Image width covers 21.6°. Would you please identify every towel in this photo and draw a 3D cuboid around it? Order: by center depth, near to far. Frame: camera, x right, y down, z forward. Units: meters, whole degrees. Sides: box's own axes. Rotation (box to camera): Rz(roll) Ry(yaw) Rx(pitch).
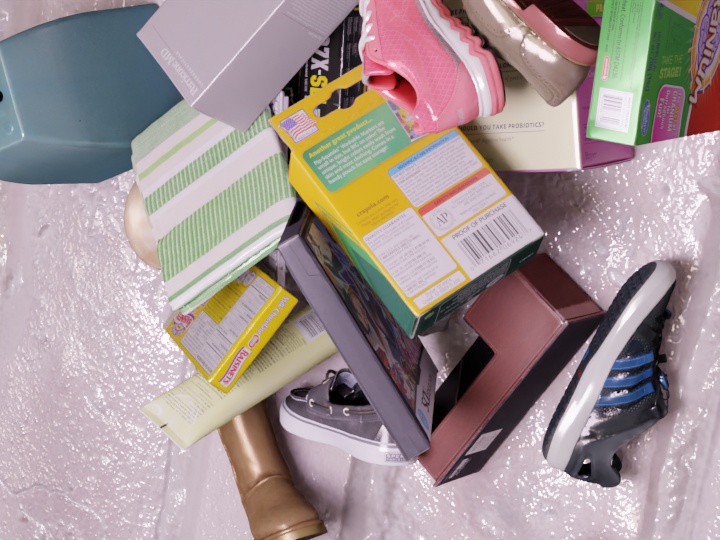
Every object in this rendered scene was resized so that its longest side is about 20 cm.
[{"bbox_3d":[-0.127,-0.076,1.642,0.152,0.023,0.200,-35,50,20],"label":"towel"}]

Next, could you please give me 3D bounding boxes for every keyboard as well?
[{"bbox_3d":[-0.079,-0.065,1.666,0.056,0.011,0.201,-149,58,-61],"label":"keyboard"}]

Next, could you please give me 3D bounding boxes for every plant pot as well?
[{"bbox_3d":[-0.283,-0.158,1.747,0.141,0.200,0.142,-18,87,34],"label":"plant pot"}]

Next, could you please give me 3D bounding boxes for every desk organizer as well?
[{"bbox_3d":[0.111,0.084,1.595,0.077,0.072,0.200,48,120,21],"label":"desk organizer"}]

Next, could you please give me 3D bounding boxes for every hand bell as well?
[{"bbox_3d":[-0.117,-0.041,1.673,0.200,0.104,0.105,9,103,53],"label":"hand bell"}]

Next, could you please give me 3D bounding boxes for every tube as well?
[{"bbox_3d":[-0.095,0.090,1.666,0.052,0.200,0.058,58,157,2],"label":"tube"}]

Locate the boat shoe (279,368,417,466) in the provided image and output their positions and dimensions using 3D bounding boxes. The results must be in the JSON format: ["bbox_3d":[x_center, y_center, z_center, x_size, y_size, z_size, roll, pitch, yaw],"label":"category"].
[{"bbox_3d":[-0.011,0.119,1.655,0.200,0.070,0.066,-162,72,-63],"label":"boat shoe"}]

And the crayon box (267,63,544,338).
[{"bbox_3d":[0.033,-0.063,1.476,0.200,0.126,0.052,53,162,16],"label":"crayon box"}]

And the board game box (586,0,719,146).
[{"bbox_3d":[0.237,-0.176,1.389,0.040,0.200,0.154,15,106,31],"label":"board game box"}]

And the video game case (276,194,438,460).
[{"bbox_3d":[0.002,0.035,1.523,0.025,0.181,0.200,-28,102,12],"label":"video game case"}]

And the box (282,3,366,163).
[{"bbox_3d":[-0.070,-0.184,1.691,0.159,0.049,0.201,9,102,30],"label":"box"}]

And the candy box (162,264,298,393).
[{"bbox_3d":[-0.118,0.038,1.666,0.102,0.026,0.200,-55,21,0],"label":"candy box"}]

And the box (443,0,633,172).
[{"bbox_3d":[0.118,-0.181,1.533,0.175,0.097,0.201,-1,98,35],"label":"box"}]

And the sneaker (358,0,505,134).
[{"bbox_3d":[0.027,-0.184,1.459,0.200,0.087,0.074,52,163,28],"label":"sneaker"}]

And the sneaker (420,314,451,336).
[{"bbox_3d":[0.000,0.000,1.660,0.200,0.076,0.092,24,121,34],"label":"sneaker"}]

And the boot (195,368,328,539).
[{"bbox_3d":[-0.100,0.154,1.710,0.175,0.066,0.201,151,100,-75],"label":"boot"}]

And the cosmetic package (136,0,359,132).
[{"bbox_3d":[-0.083,-0.229,1.596,0.200,0.090,0.107,-47,58,11],"label":"cosmetic package"}]

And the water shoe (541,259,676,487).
[{"bbox_3d":[0.221,0.084,1.535,0.079,0.072,0.200,26,112,-1],"label":"water shoe"}]

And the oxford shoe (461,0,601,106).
[{"bbox_3d":[0.096,-0.205,1.445,0.200,0.070,0.075,47,126,22],"label":"oxford shoe"}]
